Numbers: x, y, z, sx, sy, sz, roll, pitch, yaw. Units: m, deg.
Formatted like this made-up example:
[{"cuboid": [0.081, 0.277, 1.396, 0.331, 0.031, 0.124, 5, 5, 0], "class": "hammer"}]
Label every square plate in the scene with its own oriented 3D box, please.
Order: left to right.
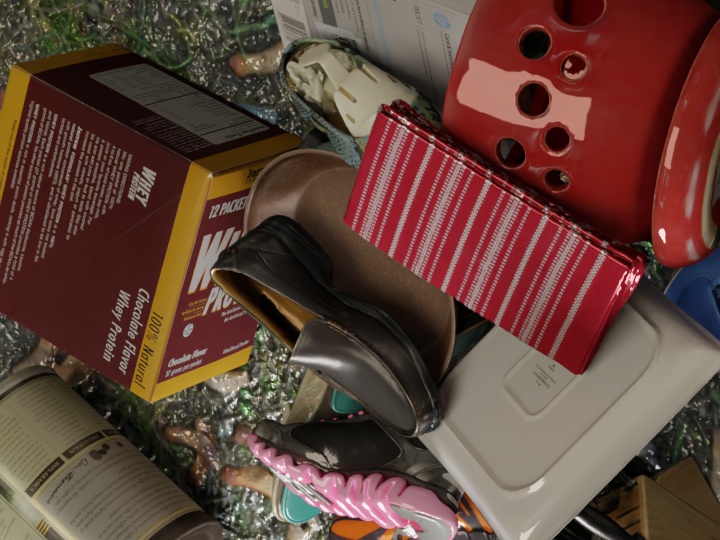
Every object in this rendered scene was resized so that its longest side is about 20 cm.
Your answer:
[{"cuboid": [0.133, 0.077, 1.692, 0.198, 0.028, 0.200, -46, 35, 4], "class": "square plate"}]

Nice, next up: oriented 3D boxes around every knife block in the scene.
[{"cuboid": [0.195, 0.205, 1.708, 0.064, 0.175, 0.201, -32, 85, 35], "class": "knife block"}]

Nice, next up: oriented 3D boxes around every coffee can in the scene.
[{"cuboid": [-0.232, 0.195, 1.994, 0.200, 0.146, 0.147, 41, 120, 18], "class": "coffee can"}]

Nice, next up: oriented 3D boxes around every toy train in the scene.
[{"cuboid": [0.025, -0.022, 1.816, 0.200, 0.085, 0.114, 34, 121, 21], "class": "toy train"}]

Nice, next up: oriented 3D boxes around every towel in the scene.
[{"cuboid": [0.085, -0.020, 1.615, 0.199, 0.023, 0.145, 33, 147, 9], "class": "towel"}]

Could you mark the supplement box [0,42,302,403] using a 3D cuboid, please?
[{"cuboid": [-0.177, -0.040, 1.909, 0.199, 0.133, 0.198, 28, 115, 24], "class": "supplement box"}]

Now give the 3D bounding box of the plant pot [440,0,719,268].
[{"cuboid": [0.172, -0.111, 1.635, 0.182, 0.200, 0.202, 17, 110, 21], "class": "plant pot"}]

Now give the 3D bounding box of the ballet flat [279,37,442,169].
[{"cuboid": [-0.003, -0.117, 1.703, 0.200, 0.074, 0.075, 31, 121, 57], "class": "ballet flat"}]

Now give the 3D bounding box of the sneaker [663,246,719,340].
[{"cuboid": [0.267, 0.006, 1.652, 0.199, 0.111, 0.077, -26, 88, 34], "class": "sneaker"}]

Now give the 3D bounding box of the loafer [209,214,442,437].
[{"cuboid": [-0.026, 0.050, 1.741, 0.200, 0.072, 0.073, 43, 138, 20], "class": "loafer"}]

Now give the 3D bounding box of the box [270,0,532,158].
[{"cuboid": [0.025, -0.172, 1.752, 0.199, 0.041, 0.156, 26, 154, 26], "class": "box"}]

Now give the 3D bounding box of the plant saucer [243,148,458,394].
[{"cuboid": [0.000, 0.000, 1.771, 0.200, 0.037, 0.201, 24, 128, 34], "class": "plant saucer"}]

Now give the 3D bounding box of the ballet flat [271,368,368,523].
[{"cuboid": [-0.025, 0.102, 1.902, 0.062, 0.067, 0.201, 49, 123, 46], "class": "ballet flat"}]

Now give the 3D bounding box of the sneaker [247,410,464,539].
[{"cuboid": [0.006, 0.134, 1.818, 0.199, 0.079, 0.096, 15, 69, 37], "class": "sneaker"}]

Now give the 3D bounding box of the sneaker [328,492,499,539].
[{"cuboid": [0.065, 0.160, 1.849, 0.199, 0.078, 0.113, -5, 95, 22], "class": "sneaker"}]
